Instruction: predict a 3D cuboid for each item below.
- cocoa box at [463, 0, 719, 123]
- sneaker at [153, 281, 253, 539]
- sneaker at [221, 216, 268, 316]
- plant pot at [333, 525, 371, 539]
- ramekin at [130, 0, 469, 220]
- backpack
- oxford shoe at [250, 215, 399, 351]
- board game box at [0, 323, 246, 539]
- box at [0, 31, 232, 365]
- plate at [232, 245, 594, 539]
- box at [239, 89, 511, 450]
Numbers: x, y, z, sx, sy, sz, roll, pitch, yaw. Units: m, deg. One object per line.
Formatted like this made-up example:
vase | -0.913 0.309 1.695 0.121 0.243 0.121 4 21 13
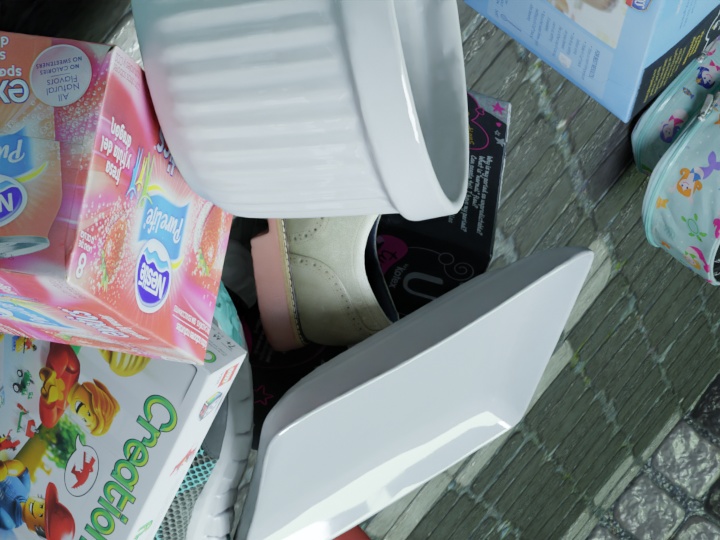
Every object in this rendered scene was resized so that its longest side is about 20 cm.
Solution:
cocoa box | 0.155 -0.208 1.400 0.131 0.133 0.200 -44 162 -25
sneaker | -0.105 0.087 1.249 0.091 0.078 0.200 -1 130 -15
sneaker | -0.087 -0.043 1.235 0.200 0.074 0.080 62 47 -73
plant pot | -0.014 0.318 1.993 0.200 0.177 0.201 -45 162 -19
ramekin | -0.025 -0.114 1.019 0.105 0.201 0.200 -9 167 10
backpack | 0.305 -0.095 2.030 0.200 0.150 0.178 -57 162 -8
oxford shoe | -0.017 -0.060 1.225 0.071 0.074 0.201 -58 144 -69
board game box | -0.145 0.079 1.210 0.035 0.126 0.200 -29 152 -53
box | -0.127 -0.028 1.027 0.200 0.102 0.095 46 54 -75
plate | 0.016 0.071 1.273 0.200 0.032 0.200 -29 158 -23
box | 0.000 0.000 1.383 0.132 0.114 0.200 -79 -171 -46
